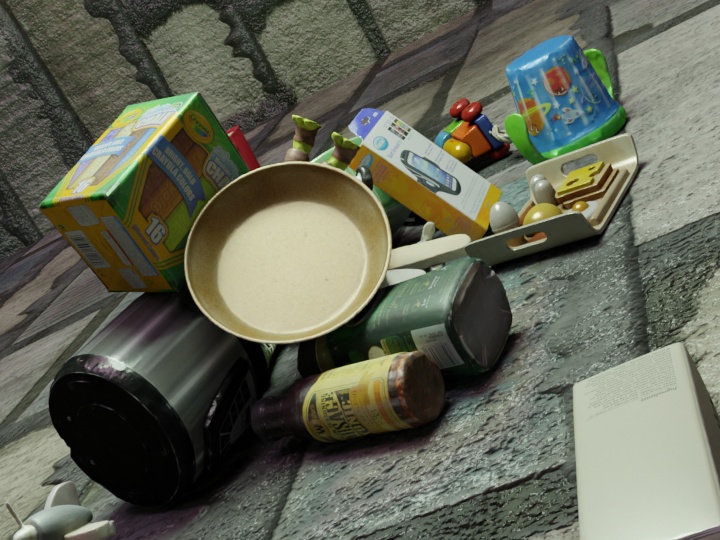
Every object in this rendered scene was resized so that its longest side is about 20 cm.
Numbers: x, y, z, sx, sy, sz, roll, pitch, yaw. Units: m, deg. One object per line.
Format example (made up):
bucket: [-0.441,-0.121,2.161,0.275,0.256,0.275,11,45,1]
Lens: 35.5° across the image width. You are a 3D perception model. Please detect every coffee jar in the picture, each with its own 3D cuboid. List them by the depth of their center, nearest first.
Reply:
coffee jar: [0.036,0.060,1.039,0.198,0.086,0.105,-16,28,39]

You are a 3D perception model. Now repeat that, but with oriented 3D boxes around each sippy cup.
sippy cup: [0.254,-0.223,1.441,0.138,0.132,0.178,-24,16,18]

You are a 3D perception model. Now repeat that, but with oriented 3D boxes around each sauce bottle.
sauce bottle: [-0.017,0.120,0.999,0.198,0.067,0.066,-20,18,40]

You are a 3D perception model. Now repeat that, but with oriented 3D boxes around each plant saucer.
plant saucer: [-0.067,-0.012,1.062,0.196,0.036,0.203,-3,58,5]

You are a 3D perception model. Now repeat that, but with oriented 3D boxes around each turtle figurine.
turtle figurine: [-0.058,-0.066,1.155,0.199,0.064,0.163,30,96,37]

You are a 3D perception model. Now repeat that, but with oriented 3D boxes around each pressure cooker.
pressure cooker: [-0.190,0.109,1.128,0.174,0.180,0.200,-20,18,39]

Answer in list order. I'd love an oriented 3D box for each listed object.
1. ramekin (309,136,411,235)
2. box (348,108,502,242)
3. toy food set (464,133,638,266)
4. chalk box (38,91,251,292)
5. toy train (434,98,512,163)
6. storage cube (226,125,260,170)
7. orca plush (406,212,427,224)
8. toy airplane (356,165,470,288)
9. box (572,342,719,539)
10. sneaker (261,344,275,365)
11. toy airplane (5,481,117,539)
ramekin: [-0.028,-0.068,1.414,0.199,0.098,0.200,-35,-11,-8]
box: [0.070,-0.114,1.330,0.042,0.198,0.119,-57,0,30]
toy food set: [0.208,-0.082,1.216,0.142,0.061,0.200,-18,20,38]
chalk box: [-0.195,-0.091,1.126,0.122,0.125,0.201,-1,44,43]
toy train: [0.146,-0.169,1.577,0.115,0.085,0.200,-40,16,1]
storage cube: [-0.251,-0.115,1.935,0.169,0.182,0.200,-25,15,14]
orca plush: [0.065,-0.103,1.521,0.104,0.072,0.200,-28,16,6]
toy airplane: [0.000,0.000,1.229,0.197,0.143,0.200,20,49,18]
box: [0.169,0.123,0.634,0.081,0.069,0.201,-24,17,19]
sneaker: [-0.129,0.075,1.325,0.089,0.068,0.200,-38,15,-13]
toy airplane: [-0.315,0.247,0.994,0.198,0.143,0.199,-32,15,-9]
